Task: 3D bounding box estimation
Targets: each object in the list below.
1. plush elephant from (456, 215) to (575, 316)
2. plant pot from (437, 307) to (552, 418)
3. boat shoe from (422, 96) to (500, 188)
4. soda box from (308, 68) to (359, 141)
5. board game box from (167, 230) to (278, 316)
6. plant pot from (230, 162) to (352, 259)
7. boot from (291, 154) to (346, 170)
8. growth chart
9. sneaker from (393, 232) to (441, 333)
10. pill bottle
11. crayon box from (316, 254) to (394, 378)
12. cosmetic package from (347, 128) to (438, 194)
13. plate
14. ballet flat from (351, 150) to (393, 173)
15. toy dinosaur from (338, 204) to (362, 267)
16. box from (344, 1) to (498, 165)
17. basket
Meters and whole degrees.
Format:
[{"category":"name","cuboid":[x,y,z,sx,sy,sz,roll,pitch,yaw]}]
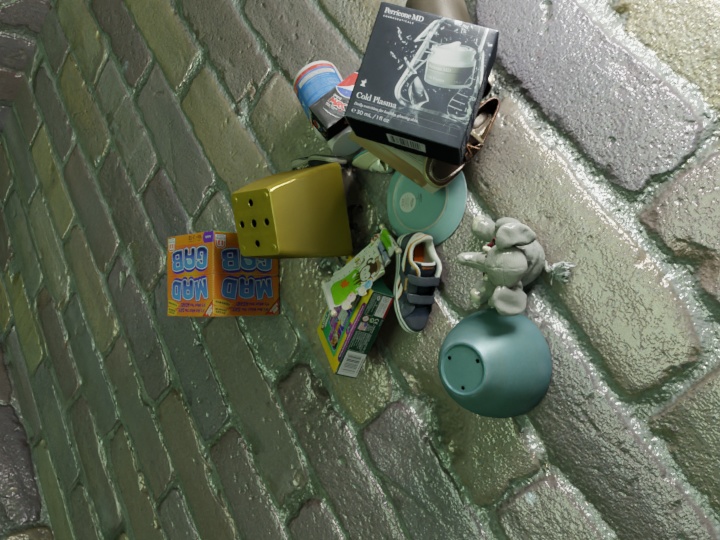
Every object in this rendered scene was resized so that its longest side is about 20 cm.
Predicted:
[{"category":"plush elephant","cuboid":[0.241,-0.012,1.020,0.200,0.155,0.165,10,95,41]},{"category":"plant pot","cuboid":[0.215,0.168,1.053,0.200,0.135,0.201,-1,88,41]},{"category":"boat shoe","cuboid":[0.186,-0.234,1.070,0.072,0.200,0.072,43,164,-5]},{"category":"soda box","cuboid":[-0.011,-0.358,1.232,0.200,0.071,0.063,-39,83,-9]},{"category":"board game box","cuboid":[-0.345,0.014,1.505,0.199,0.200,0.201,-3,87,41]},{"category":"plant pot","cuboid":[-0.159,-0.112,1.276,0.200,0.176,0.201,0,102,44]},{"category":"boot","cuboid":[-0.099,-0.184,1.373,0.203,0.073,0.154,7,95,56]},{"category":"growth chart","cuboid":[0.000,0.000,1.208,0.200,0.018,0.145,-43,32,3]},{"category":"sneaker","cuboid":[0.112,0.024,1.173,0.079,0.078,0.201,-6,88,58]},{"category":"pill bottle","cuboid":[-0.065,-0.357,1.330,0.112,0.112,0.200,-42,62,32]},{"category":"crayon box","cuboid":[-0.016,0.094,1.265,0.201,0.058,0.173,-66,25,18]},{"category":"cosmetic package","cuboid":[0.088,-0.244,1.124,0.105,0.200,0.071,-58,7,-12]},{"category":"plate","cuboid":[0.125,-0.147,1.214,0.200,0.026,0.201,-1,89,41]},{"category":"ballet flat","cuboid":[0.064,-0.240,1.246,0.200,0.069,0.070,-23,74,39]},{"category":"toy dinosaur","cuboid":[-0.035,-0.103,1.342,0.088,0.047,0.201,-28,67,44]},{"category":"box","cuboid":[0.103,-0.305,0.994,0.199,0.124,0.197,18,89,10]},{"category":"basket","cuboid":[0.148,-0.419,1.136,0.180,0.136,0.201,-11,78,28]}]
